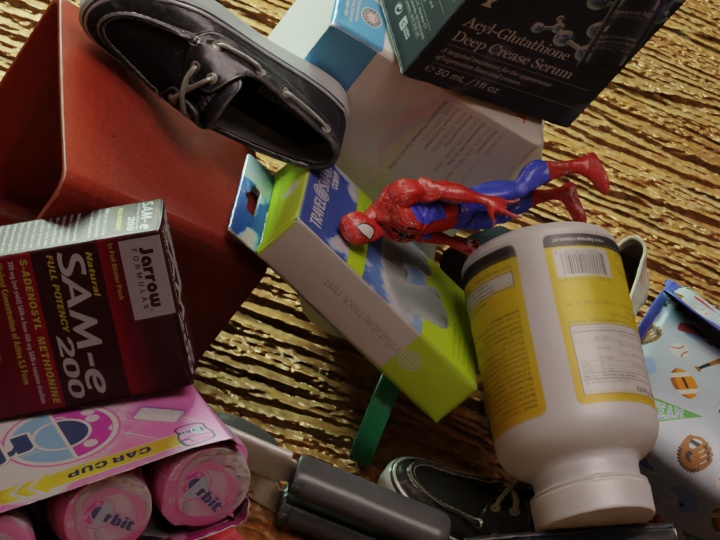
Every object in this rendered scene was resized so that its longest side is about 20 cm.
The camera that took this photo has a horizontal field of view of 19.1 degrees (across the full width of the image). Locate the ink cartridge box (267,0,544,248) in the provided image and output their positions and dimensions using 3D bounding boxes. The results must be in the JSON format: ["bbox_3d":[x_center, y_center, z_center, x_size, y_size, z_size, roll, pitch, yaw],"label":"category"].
[{"bbox_3d":[0.038,-0.124,1.546,0.200,0.125,0.129,30,38,-16],"label":"ink cartridge box"}]

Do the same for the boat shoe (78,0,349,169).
[{"bbox_3d":[-0.099,-0.127,1.429,0.200,0.072,0.068,29,36,-18],"label":"boat shoe"}]

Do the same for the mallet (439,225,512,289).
[{"bbox_3d":[0.138,0.047,1.668,0.066,0.041,0.200,-15,58,-38],"label":"mallet"}]

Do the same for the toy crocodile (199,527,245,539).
[{"bbox_3d":[-0.097,0.184,1.366,0.200,0.062,0.067,40,41,18],"label":"toy crocodile"}]

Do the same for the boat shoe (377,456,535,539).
[{"bbox_3d":[0.110,0.174,1.484,0.200,0.064,0.071,26,39,1],"label":"boat shoe"}]

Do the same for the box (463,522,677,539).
[{"bbox_3d":[0.150,0.266,1.372,0.159,0.046,0.200,-1,60,-22],"label":"box"}]

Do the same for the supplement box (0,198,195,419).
[{"bbox_3d":[-0.210,0.030,1.325,0.199,0.109,0.061,-11,21,0],"label":"supplement box"}]

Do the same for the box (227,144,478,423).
[{"bbox_3d":[0.000,0.000,1.469,0.200,0.048,0.122,44,23,-18],"label":"box"}]

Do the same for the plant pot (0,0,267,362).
[{"bbox_3d":[-0.175,-0.030,1.477,0.176,0.200,0.200,22,37,-27],"label":"plant pot"}]

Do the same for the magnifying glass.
[{"bbox_3d":[0.025,0.073,1.556,0.022,0.080,0.200,22,29,3],"label":"magnifying glass"}]

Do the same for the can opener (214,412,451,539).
[{"bbox_3d":[-0.033,0.144,1.452,0.200,0.053,0.067,25,38,-1],"label":"can opener"}]

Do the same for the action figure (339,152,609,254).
[{"bbox_3d":[0.075,-0.041,1.458,0.200,0.065,0.052,-7,66,-26],"label":"action figure"}]

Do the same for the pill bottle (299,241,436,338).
[{"bbox_3d":[0.005,-0.042,1.634,0.112,0.112,0.200,19,40,-8],"label":"pill bottle"}]

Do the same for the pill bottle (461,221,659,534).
[{"bbox_3d":[0.139,0.076,1.446,0.112,0.112,0.200,1,66,-27],"label":"pill bottle"}]

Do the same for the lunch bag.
[{"bbox_3d":[0.257,0.108,1.582,0.170,0.124,0.200,36,44,7],"label":"lunch bag"}]

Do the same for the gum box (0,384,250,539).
[{"bbox_3d":[-0.173,0.130,1.309,0.200,0.066,0.113,-17,28,-18],"label":"gum box"}]

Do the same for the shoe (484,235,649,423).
[{"bbox_3d":[0.160,0.048,1.624,0.070,0.053,0.200,36,59,6],"label":"shoe"}]

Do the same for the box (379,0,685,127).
[{"bbox_3d":[0.130,-0.212,1.445,0.148,0.200,0.107,14,44,-33],"label":"box"}]
